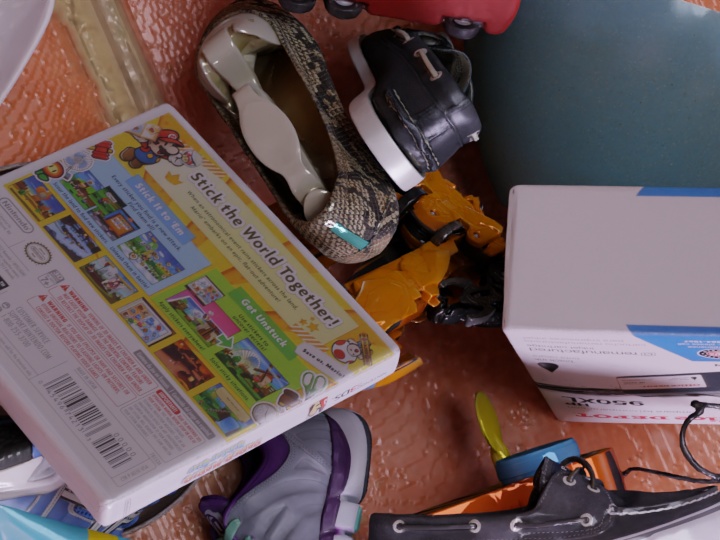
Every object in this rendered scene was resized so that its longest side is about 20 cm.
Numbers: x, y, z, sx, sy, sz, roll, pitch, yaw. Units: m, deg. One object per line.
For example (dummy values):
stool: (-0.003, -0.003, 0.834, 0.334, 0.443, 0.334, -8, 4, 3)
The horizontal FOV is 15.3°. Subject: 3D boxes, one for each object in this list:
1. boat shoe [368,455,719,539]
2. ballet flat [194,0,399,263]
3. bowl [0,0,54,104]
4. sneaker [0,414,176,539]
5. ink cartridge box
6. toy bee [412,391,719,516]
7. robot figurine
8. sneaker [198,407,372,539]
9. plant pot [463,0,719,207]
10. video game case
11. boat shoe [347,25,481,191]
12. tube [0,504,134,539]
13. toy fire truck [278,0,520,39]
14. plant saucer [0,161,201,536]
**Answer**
boat shoe: (0.099, 0.132, 1.414, 0.200, 0.070, 0.066, -12, 90, 2)
ballet flat: (-0.046, -0.087, 1.414, 0.075, 0.068, 0.200, 28, 25, -50)
bowl: (-0.275, -0.129, 1.339, 0.200, 0.075, 0.200, 40, 62, -16)
sneaker: (-0.134, 0.102, 1.341, 0.200, 0.076, 0.077, -16, 109, -32)
ink cartridge box: (0.164, 0.023, 1.463, 0.144, 0.200, 0.084, 1, 74, 13)
toy bee: (0.109, 0.135, 1.497, 0.199, 0.109, 0.131, 3, 85, -5)
robot figurine: (0.000, 0.000, 1.448, 0.145, 0.058, 0.200, 44, 39, 18)
sneaker: (-0.049, 0.163, 1.411, 0.087, 0.074, 0.200, 12, 61, -15)
plant pot: (0.143, -0.088, 1.524, 0.200, 0.200, 0.135, 15, 93, -27)
video game case: (-0.111, 0.016, 1.333, 0.182, 0.023, 0.200, -27, 59, -31)
boat shoe: (0.035, -0.097, 1.454, 0.060, 0.200, 0.076, -33, 109, 10)
tube: (-0.094, 0.165, 1.307, 0.200, 0.050, 0.078, 12, 90, -22)
toy fire truck: (-0.011, -0.198, 1.458, 0.200, 0.049, 0.141, 8, 43, -6)
plant saucer: (-0.160, 0.044, 1.389, 0.200, 0.032, 0.201, 8, 73, -30)
